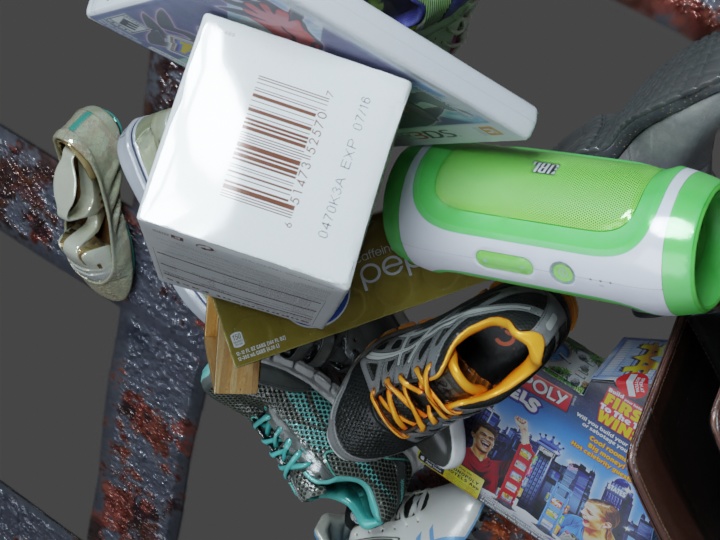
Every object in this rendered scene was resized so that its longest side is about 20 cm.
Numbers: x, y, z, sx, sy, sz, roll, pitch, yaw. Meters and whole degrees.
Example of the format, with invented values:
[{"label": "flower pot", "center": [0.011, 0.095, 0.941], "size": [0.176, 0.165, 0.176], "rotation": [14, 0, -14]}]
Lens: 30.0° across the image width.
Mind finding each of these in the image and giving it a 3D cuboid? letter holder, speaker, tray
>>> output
[{"label": "letter holder", "center": [0.257, 0.134, 0.813], "size": [0.100, 0.143, 0.201], "rotation": [-6, 129, 41]}, {"label": "speaker", "center": [0.114, -0.028, 0.788], "size": [0.199, 0.088, 0.089], "rotation": [11, 127, 33]}, {"label": "tray", "center": [-0.088, -0.022, 0.981], "size": [0.037, 0.099, 0.202], "rotation": [1, 109, -12]}]

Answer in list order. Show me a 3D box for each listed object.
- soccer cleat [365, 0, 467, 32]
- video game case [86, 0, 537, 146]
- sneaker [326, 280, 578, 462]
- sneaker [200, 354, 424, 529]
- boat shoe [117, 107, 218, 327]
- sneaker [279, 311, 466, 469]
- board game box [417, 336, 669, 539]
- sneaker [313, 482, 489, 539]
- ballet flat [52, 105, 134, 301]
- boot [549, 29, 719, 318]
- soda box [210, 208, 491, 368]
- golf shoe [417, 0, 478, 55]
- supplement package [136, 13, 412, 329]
[{"label": "soccer cleat", "center": [-0.014, -0.152, 0.778], "size": [0.199, 0.084, 0.065], "rotation": [-14, 106, 49]}, {"label": "video game case", "center": [-0.030, -0.117, 0.752], "size": [0.199, 0.023, 0.182], "rotation": [25, 168, -35]}, {"label": "sneaker", "center": [0.052, 0.070, 0.888], "size": [0.200, 0.077, 0.078], "rotation": [-38, 97, 23]}, {"label": "sneaker", "center": [-0.041, 0.136, 1.064], "size": [0.199, 0.092, 0.078], "rotation": [28, 144, -10]}, {"label": "boat shoe", "center": [-0.123, -0.033, 1.054], "size": [0.062, 0.072, 0.201], "rotation": [-19, 106, 48]}, {"label": "sneaker", "center": [-0.004, 0.067, 0.974], "size": [0.201, 0.099, 0.071], "rotation": [61, 145, 15]}, {"label": "board game box", "center": [0.158, 0.108, 0.956], "size": [0.199, 0.062, 0.201], "rotation": [32, 132, 17]}, {"label": "sneaker", "center": [0.032, 0.212, 1.115], "size": [0.072, 0.072, 0.200], "rotation": [40, 138, -17]}, {"label": "ballet flat", "center": [-0.233, -0.046, 1.134], "size": [0.067, 0.062, 0.201], "rotation": [21, 131, 23]}, {"label": "boot", "center": [0.206, -0.055, 0.812], "size": [0.132, 0.070, 0.200], "rotation": [45, 144, -8]}, {"label": "soda box", "center": [0.000, 0.000, 0.903], "size": [0.198, 0.064, 0.068], "rotation": [-19, 91, -1]}, {"label": "golf shoe", "center": [0.049, -0.174, 0.835], "size": [0.199, 0.075, 0.092], "rotation": [-15, 119, 50]}, {"label": "supplement package", "center": [-0.051, -0.046, 0.769], "size": [0.116, 0.118, 0.200], "rotation": [17, 171, -3]}]
